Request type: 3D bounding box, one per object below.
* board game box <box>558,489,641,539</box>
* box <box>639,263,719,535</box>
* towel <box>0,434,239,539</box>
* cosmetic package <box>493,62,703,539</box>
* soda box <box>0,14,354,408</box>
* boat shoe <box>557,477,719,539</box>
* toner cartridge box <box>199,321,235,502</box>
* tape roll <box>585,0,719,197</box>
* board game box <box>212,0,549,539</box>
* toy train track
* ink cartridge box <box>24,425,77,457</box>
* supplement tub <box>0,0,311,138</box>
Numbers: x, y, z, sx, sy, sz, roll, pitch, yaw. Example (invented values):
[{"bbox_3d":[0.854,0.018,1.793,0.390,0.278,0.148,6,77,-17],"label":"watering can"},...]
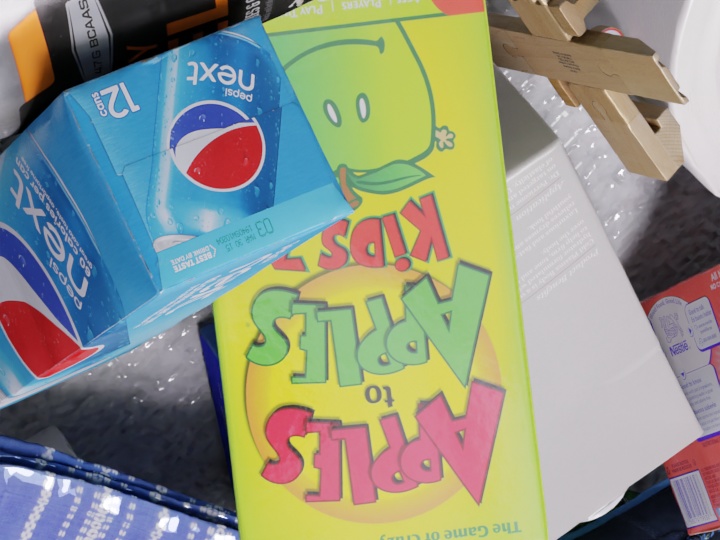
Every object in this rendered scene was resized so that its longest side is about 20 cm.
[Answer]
[{"bbox_3d":[0.063,0.179,1.151,0.105,0.023,0.200,21,112,-42],"label":"board game box"},{"bbox_3d":[0.191,0.031,0.980,0.094,0.103,0.200,-18,173,-22],"label":"box"},{"bbox_3d":[-0.067,0.153,0.906,0.199,0.024,0.145,19,103,-10],"label":"towel"},{"bbox_3d":[0.046,0.016,0.957,0.107,0.090,0.200,-34,140,-4],"label":"cosmetic package"},{"bbox_3d":[-0.079,-0.010,0.776,0.068,0.064,0.200,-24,177,-27],"label":"soda box"},{"bbox_3d":[0.127,0.147,1.100,0.199,0.069,0.084,-26,137,-14],"label":"boat shoe"},{"bbox_3d":[-0.013,0.112,0.991,0.043,0.095,0.200,-24,136,-16],"label":"toner cartridge box"},{"bbox_3d":[0.182,-0.119,0.942,0.202,0.071,0.203,-19,135,-20],"label":"tape roll"},{"bbox_3d":[0.000,0.000,0.835,0.101,0.048,0.201,-7,91,-3],"label":"board game box"},{"bbox_3d":[0.059,-0.113,0.859,0.033,0.115,0.200,-48,121,-14],"label":"toy train track"},{"bbox_3d":[-0.127,0.161,0.990,0.109,0.050,0.200,-30,138,-9],"label":"ink cartridge box"},{"bbox_3d":[-0.078,-0.116,0.733,0.199,0.123,0.123,-25,136,-12],"label":"supplement tub"}]
